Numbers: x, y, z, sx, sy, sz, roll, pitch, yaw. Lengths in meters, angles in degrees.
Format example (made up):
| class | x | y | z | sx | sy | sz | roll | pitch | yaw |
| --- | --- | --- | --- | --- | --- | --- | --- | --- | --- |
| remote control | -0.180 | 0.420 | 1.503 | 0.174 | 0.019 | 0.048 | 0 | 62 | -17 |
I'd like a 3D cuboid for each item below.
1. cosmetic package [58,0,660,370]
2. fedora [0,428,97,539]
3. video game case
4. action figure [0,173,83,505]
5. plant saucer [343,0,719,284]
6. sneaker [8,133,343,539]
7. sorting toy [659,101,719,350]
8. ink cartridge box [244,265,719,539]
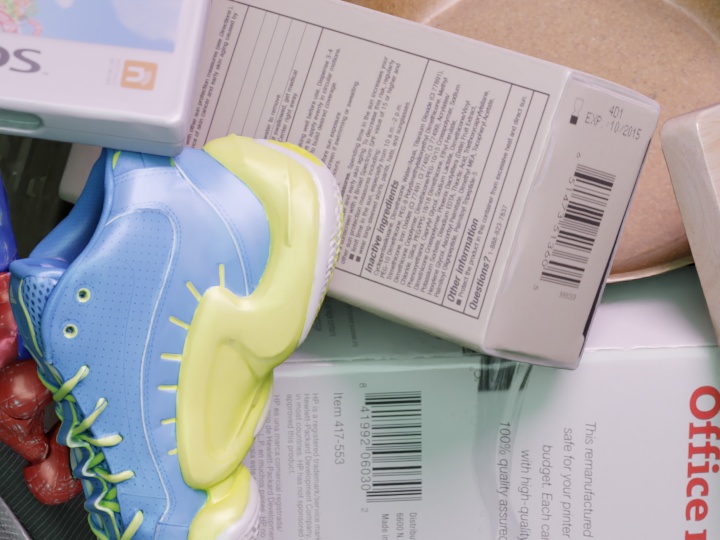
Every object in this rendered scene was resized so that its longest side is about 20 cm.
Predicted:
| class | x | y | z | sx | sy | sz | roll | pitch | yaw |
| --- | --- | --- | --- | --- | --- | --- | --- | --- | --- |
| cosmetic package | -0.003 | -0.043 | 1.045 | 0.199 | 0.071 | 0.106 | 21 | 94 | 34 |
| fedora | -0.150 | 0.114 | 1.094 | 0.199 | 0.090 | 0.178 | 25 | 126 | 29 |
| video game case | -0.136 | -0.134 | 0.998 | 0.181 | 0.022 | 0.201 | 8 | 55 | 0 |
| action figure | -0.114 | -0.020 | 1.034 | 0.099 | 0.065 | 0.201 | -15 | 91 | -28 |
| plant saucer | 0.081 | -0.067 | 1.131 | 0.199 | 0.036 | 0.201 | -1 | 55 | 1 |
| sneaker | -0.081 | 0.045 | 0.980 | 0.105 | 0.076 | 0.201 | 16 | 91 | -17 |
| sorting toy | 0.220 | 0.015 | 1.076 | 0.200 | 0.069 | 0.200 | -19 | 94 | -46 |
| ink cartridge box | 0.044 | 0.082 | 1.099 | 0.199 | 0.086 | 0.147 | -3 | 112 | -5 |
